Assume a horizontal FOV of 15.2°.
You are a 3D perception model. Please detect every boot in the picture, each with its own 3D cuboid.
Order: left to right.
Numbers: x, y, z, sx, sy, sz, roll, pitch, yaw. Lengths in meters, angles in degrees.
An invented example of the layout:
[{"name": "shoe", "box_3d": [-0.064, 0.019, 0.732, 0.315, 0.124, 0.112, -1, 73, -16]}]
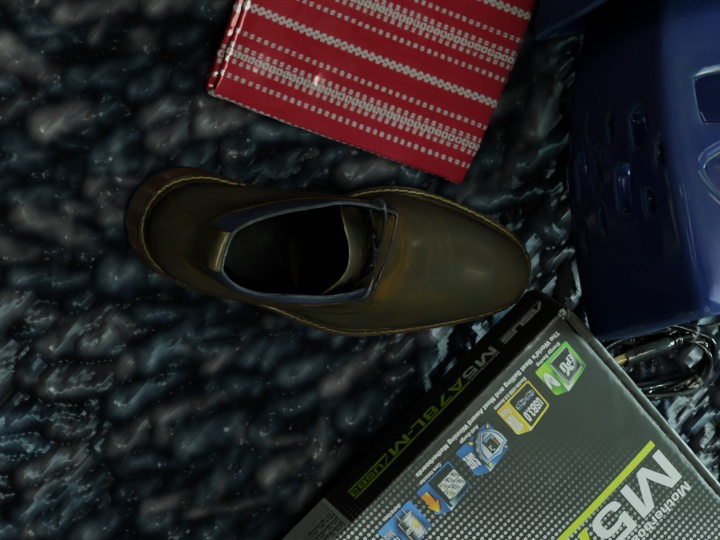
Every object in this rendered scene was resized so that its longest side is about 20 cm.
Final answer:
[{"name": "boot", "box_3d": [0.000, 0.000, 1.219, 0.199, 0.097, 0.075, 6, 98, -22]}]

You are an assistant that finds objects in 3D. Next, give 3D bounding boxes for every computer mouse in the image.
[{"name": "computer mouse", "box_3d": [0.202, 0.015, 1.335, 0.199, 0.034, 0.059, -27, 110, -14]}]

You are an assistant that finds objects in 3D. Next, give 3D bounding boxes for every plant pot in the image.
[{"name": "plant pot", "box_3d": [0.192, -0.081, 1.214, 0.199, 0.200, 0.181, -16, 89, -11]}]

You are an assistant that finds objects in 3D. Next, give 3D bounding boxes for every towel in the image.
[{"name": "towel", "box_3d": [0.022, -0.154, 1.239, 0.144, 0.022, 0.201, 18, 95, -25]}]

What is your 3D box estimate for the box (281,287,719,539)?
[{"name": "box", "box_3d": [0.077, 0.144, 1.296, 0.200, 0.047, 0.193, -44, 114, -5]}]
